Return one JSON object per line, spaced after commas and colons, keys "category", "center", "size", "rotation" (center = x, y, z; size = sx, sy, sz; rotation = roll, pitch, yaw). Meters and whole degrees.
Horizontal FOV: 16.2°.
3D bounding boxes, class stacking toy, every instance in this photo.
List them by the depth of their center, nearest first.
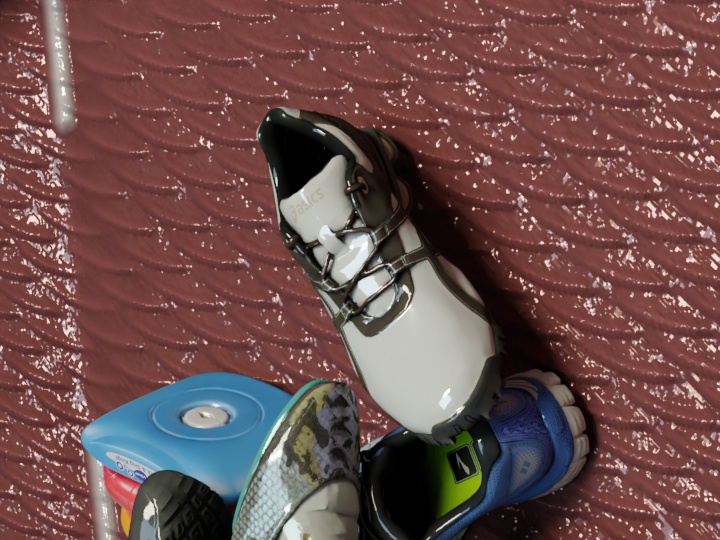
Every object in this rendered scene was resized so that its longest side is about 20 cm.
{"category": "stacking toy", "center": [-0.084, 0.167, 1.382], "size": [0.116, 0.110, 0.201], "rotation": [21, 121, 36]}

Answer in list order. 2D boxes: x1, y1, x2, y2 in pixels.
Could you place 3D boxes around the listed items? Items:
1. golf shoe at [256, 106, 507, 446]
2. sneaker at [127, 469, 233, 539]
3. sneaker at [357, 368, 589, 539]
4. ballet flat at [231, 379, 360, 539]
{"category": "golf shoe", "center": [0.000, 0.000, 1.230], "size": [0.078, 0.094, 0.200], "rotation": [-42, 50, 15]}
{"category": "sneaker", "center": [-0.116, 0.181, 1.307], "size": [0.091, 0.076, 0.200], "rotation": [20, 129, 20]}
{"category": "sneaker", "center": [0.019, 0.111, 1.272], "size": [0.200, 0.089, 0.079], "rotation": [-39, 70, 39]}
{"category": "ballet flat", "center": [-0.037, 0.152, 1.226], "size": [0.072, 0.072, 0.201], "rotation": [35, 104, 33]}
